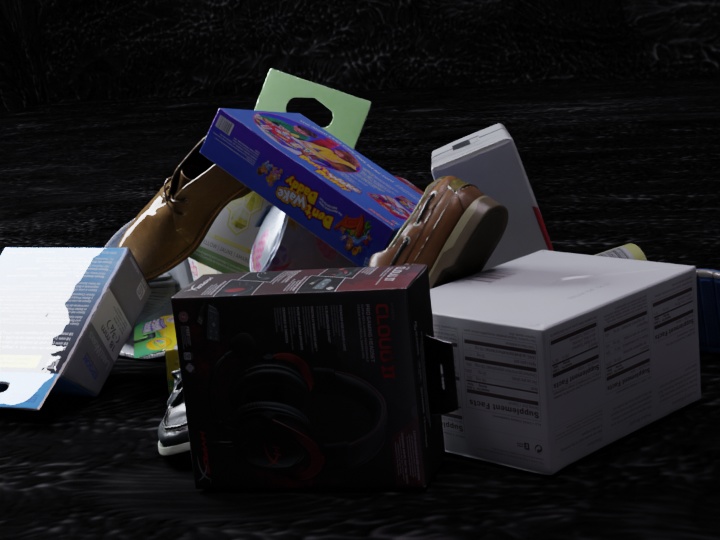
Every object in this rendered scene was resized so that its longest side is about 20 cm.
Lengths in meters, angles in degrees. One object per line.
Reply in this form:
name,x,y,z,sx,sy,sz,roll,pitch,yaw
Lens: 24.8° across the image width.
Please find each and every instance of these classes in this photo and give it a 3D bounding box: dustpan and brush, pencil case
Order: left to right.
dustpan and brush,-0.245,0.037,1.621,0.057,0.141,0.199,-3,-19,-43
pencil case,0.000,0.000,1.472,0.198,0.083,0.091,21,38,-18

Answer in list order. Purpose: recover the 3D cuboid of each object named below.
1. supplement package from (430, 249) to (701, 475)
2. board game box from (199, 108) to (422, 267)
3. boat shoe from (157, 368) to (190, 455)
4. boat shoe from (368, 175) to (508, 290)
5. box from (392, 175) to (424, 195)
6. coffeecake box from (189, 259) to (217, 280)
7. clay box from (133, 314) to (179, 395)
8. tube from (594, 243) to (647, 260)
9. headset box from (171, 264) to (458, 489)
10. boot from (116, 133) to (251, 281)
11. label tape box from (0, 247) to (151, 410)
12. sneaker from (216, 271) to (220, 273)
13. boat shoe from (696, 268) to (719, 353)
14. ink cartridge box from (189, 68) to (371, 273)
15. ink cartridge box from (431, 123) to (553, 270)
supplement package,0.143,0.064,1.264,0.155,0.112,0.199,7,17,44
board game box,-0.024,-0.071,1.424,0.199,0.045,0.134,36,19,24
boat shoe,-0.124,0.094,1.340,0.074,0.067,0.199,-12,10,19
boat shoe,0.037,0.016,1.316,0.068,0.201,0.072,34,-7,30
box,-0.001,-0.040,1.652,0.095,0.100,0.199,37,18,35
coffeecake box,-0.092,-0.026,1.869,0.198,0.074,0.153,-13,15,-28
clay box,-0.107,0.069,1.502,0.198,0.048,0.115,-7,15,-5
tube,0.186,0.023,1.595,0.198,0.058,0.052,-16,57,-20
headset box,-0.026,0.077,1.193,0.198,0.150,0.075,-2,13,15
boot,-0.168,-0.069,1.532,0.200,0.074,0.075,-42,-24,14
label tape box,-0.299,0.069,1.504,0.143,0.064,0.201,0,45,25
sneaker,-0.082,0.014,1.668,0.110,0.078,0.200,-17,7,-7
boat shoe,0.292,0.027,1.459,0.199,0.073,0.072,5,15,39
ink cartridge box,-0.086,-0.088,1.566,0.145,0.202,0.048,23,5,38
ink cartridge box,0.129,-0.055,1.575,0.083,0.146,0.200,-20,7,6
